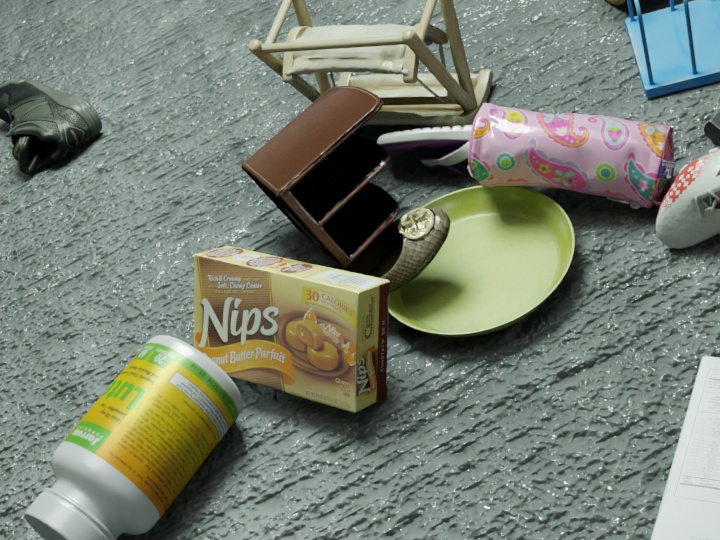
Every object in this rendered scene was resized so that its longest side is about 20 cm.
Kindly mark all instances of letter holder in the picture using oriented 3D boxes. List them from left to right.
[{"bbox_3d":[-0.022,-0.105,1.160,0.142,0.101,0.200,-43,20,-3],"label":"letter holder"}]

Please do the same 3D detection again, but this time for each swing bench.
[{"bbox_3d":[0.017,-0.232,1.278,0.199,0.200,0.130,3,58,28],"label":"swing bench"}]

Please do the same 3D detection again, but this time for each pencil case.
[{"bbox_3d":[0.207,-0.113,1.122,0.200,0.088,0.088,10,51,15],"label":"pencil case"}]

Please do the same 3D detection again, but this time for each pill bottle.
[{"bbox_3d":[-0.206,0.166,1.033,0.111,0.111,0.200,15,55,35],"label":"pill bottle"}]

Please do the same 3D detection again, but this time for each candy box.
[{"bbox_3d":[-0.069,0.051,1.079,0.200,0.116,0.055,12,17,34],"label":"candy box"}]

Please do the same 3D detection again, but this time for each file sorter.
[{"bbox_3d":[0.386,-0.295,1.219,0.200,0.123,0.139,-12,44,12],"label":"file sorter"}]

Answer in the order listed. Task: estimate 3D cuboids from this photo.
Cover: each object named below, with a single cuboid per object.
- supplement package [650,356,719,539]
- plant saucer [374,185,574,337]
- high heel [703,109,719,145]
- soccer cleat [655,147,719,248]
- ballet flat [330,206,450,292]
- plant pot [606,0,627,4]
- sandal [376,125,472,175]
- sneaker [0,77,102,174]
[{"bbox_3d":[0.286,0.187,0.755,0.150,0.152,0.200,5,50,29],"label":"supplement package"},{"bbox_3d":[0.113,-0.005,1.121,0.200,0.031,0.200,-13,44,13],"label":"plant saucer"},{"bbox_3d":[0.411,-0.205,1.082,0.143,0.200,0.071,-43,85,-15],"label":"high heel"},{"bbox_3d":[0.344,-0.081,1.011,0.200,0.069,0.085,-41,20,27],"label":"soccer cleat"},{"bbox_3d":[0.000,0.000,1.113,0.200,0.046,0.067,-35,38,16],"label":"ballet flat"},{"bbox_3d":[0.333,-0.420,1.332,0.189,0.201,0.201,-42,43,4],"label":"plant pot"},{"bbox_3d":[0.111,-0.128,1.228,0.202,0.082,0.050,1,91,23],"label":"sandal"},{"bbox_3d":[-0.453,-0.196,1.540,0.199,0.076,0.114,21,52,32],"label":"sneaker"}]
